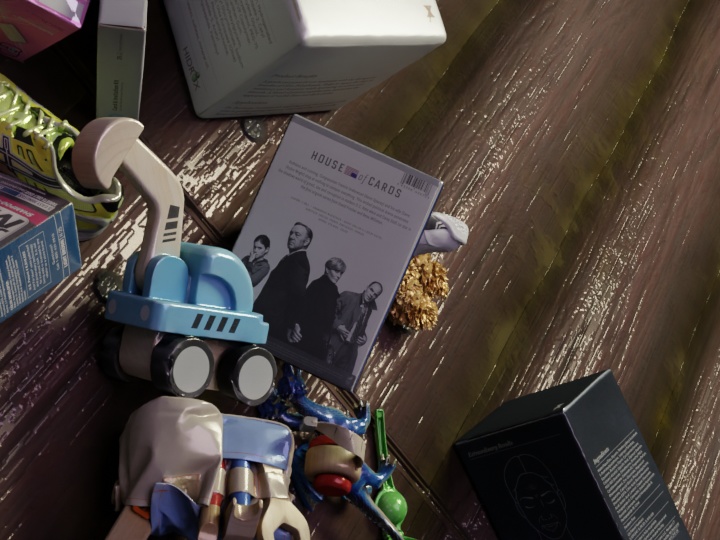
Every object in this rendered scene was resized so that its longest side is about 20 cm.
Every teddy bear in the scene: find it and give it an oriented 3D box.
[{"bbox_3d":[0.024,-0.030,1.249,0.145,0.066,0.202,-38,101,-48],"label":"teddy bear"}]

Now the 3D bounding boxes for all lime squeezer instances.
[{"bbox_3d":[0.037,0.225,1.161,0.037,0.071,0.201,-9,45,-20],"label":"lime squeezer"}]

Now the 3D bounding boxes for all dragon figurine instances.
[{"bbox_3d":[-0.025,0.176,1.120,0.099,0.059,0.203,-13,78,-44],"label":"dragon figurine"}]

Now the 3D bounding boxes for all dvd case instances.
[{"bbox_3d":[-0.033,-0.016,1.104,0.149,0.025,0.202,24,84,4],"label":"dvd case"}]

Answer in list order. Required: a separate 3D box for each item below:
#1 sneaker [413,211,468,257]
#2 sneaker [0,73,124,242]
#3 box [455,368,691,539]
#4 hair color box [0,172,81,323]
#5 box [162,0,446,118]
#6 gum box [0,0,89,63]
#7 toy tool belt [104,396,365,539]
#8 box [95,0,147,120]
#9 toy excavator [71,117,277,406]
[{"bbox_3d":[0.000,0.000,1.155,0.196,0.075,0.117,1,91,-2],"label":"sneaker"},{"bbox_3d":[-0.264,-0.111,0.996,0.200,0.076,0.076,43,50,-22],"label":"sneaker"},{"bbox_3d":[0.214,0.225,1.269,0.107,0.147,0.202,-29,95,-46],"label":"box"},{"bbox_3d":[-0.302,0.005,0.887,0.200,0.099,0.061,-42,143,-45],"label":"hair color box"},{"bbox_3d":[-0.063,-0.270,1.189,0.197,0.170,0.203,-11,81,-46],"label":"box"},{"bbox_3d":[-0.308,-0.241,0.973,0.198,0.113,0.067,26,68,-34],"label":"gum box"},{"bbox_3d":[-0.097,0.181,0.975,0.197,0.125,0.125,10,62,-11],"label":"toy tool belt"},{"bbox_3d":[-0.197,-0.248,1.064,0.040,0.156,0.203,5,68,-11],"label":"box"},{"bbox_3d":[-0.152,-0.005,0.998,0.193,0.099,0.203,12,86,-43],"label":"toy excavator"}]
